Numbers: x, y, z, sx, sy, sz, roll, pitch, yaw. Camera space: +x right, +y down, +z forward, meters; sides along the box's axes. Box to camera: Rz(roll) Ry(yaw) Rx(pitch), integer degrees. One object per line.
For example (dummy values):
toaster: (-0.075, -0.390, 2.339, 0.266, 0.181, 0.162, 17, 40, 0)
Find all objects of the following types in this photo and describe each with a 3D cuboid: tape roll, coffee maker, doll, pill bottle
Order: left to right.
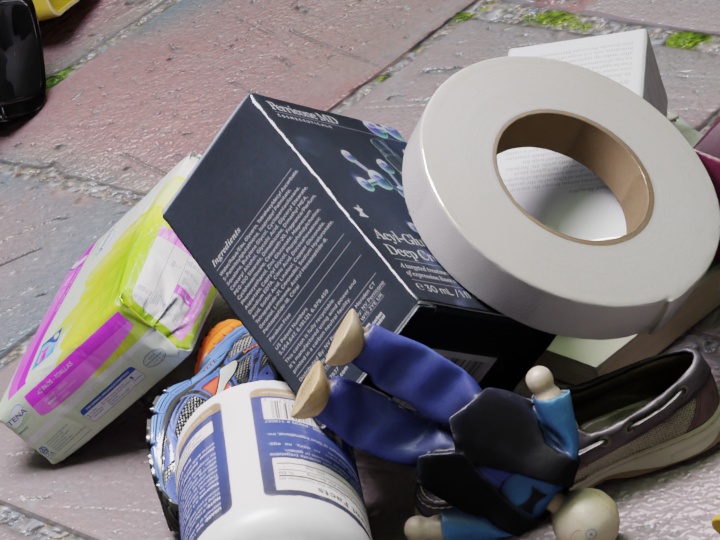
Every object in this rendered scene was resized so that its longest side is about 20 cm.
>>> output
coffee maker: (-0.383, -0.193, 2.229, 0.200, 0.135, 0.192, -4, 31, 23)
pill bottle: (-0.049, 0.159, 1.467, 0.111, 0.111, 0.200, -17, 29, 2)
doll: (0.061, 0.105, 1.456, 0.136, 0.200, 0.048, -58, 7, 21)
tape roll: (0.125, -0.046, 1.553, 0.203, 0.037, 0.203, 13, 48, -14)

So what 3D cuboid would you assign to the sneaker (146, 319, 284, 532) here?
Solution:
sneaker: (-0.081, 0.095, 1.636, 0.078, 0.075, 0.200, -2, 35, 21)

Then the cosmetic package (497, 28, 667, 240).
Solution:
cosmetic package: (0.146, -0.064, 1.680, 0.101, 0.071, 0.200, -7, 45, 18)

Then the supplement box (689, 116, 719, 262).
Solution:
supplement box: (0.305, -0.080, 1.667, 0.110, 0.086, 0.200, 25, 47, 23)

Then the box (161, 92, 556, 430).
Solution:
box: (0.000, 0.000, 1.574, 0.148, 0.107, 0.200, 9, 34, -50)

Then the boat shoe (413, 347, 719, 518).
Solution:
boat shoe: (0.122, 0.099, 1.519, 0.200, 0.065, 0.072, -19, 31, 0)

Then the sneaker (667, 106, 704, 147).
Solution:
sneaker: (0.181, -0.103, 1.793, 0.075, 0.100, 0.200, -29, 32, -29)

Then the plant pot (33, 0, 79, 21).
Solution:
plant pot: (-0.367, -0.324, 2.365, 0.176, 0.200, 0.200, -18, 15, 19)

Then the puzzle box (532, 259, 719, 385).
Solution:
puzzle box: (0.135, 0.016, 1.694, 0.133, 0.025, 0.200, -35, 33, -28)

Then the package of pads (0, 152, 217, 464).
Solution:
package of pads: (-0.159, 0.021, 1.743, 0.155, 0.068, 0.200, -41, 17, 32)

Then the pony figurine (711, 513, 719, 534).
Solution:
pony figurine: (0.310, 0.079, 1.388, 0.193, 0.167, 0.200, 0, 49, 43)
